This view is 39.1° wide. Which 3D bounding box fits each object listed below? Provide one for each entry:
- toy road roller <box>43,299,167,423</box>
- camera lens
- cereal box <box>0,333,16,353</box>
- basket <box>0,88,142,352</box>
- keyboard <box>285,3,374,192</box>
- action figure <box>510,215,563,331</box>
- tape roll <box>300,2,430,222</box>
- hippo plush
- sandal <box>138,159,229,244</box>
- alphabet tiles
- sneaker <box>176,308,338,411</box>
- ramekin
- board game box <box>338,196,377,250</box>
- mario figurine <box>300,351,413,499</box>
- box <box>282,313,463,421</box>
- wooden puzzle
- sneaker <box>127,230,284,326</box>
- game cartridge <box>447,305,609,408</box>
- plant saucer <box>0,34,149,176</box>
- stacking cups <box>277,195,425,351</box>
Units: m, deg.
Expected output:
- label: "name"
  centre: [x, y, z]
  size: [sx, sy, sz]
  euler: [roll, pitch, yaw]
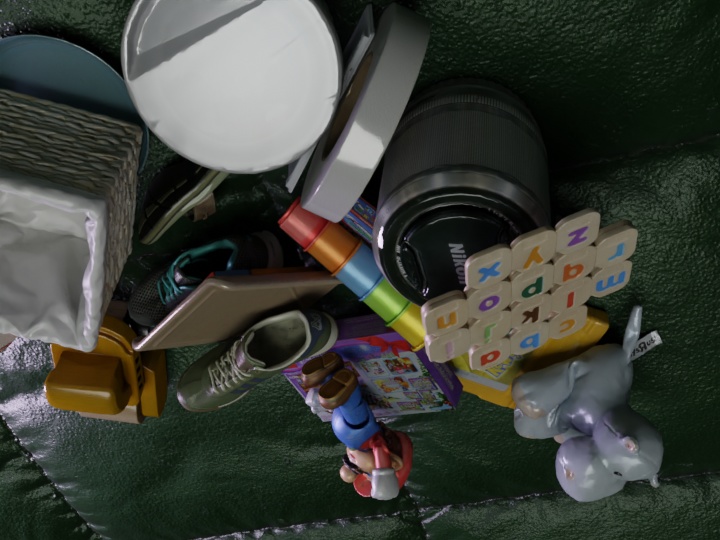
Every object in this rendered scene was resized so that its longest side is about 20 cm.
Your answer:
- label: "toy road roller"
  centre: [-0.312, 0.130, 1.213]
  size: [0.122, 0.146, 0.200]
  euler: [6, 130, 3]
- label: "camera lens"
  centre: [0.097, -0.069, 0.952]
  size: [0.159, 0.200, 0.160]
  euler: [4, 130, 5]
- label: "cereal box"
  centre: [-0.431, 0.059, 1.176]
  size: [0.200, 0.144, 0.040]
  euler: [-40, 88, 32]
- label: "basket"
  centre: [-0.337, -0.055, 1.019]
  size: [0.199, 0.161, 0.199]
  euler: [13, 131, -4]
- label: "keyboard"
  centre: [-0.031, -0.164, 0.986]
  size: [0.011, 0.056, 0.200]
  euler: [21, 130, -14]
- label: "action figure"
  centre: [0.163, 0.021, 1.077]
  size: [0.118, 0.055, 0.200]
  euler: [28, 132, -22]
- label: "tape roll"
  centre: [0.002, -0.140, 0.907]
  size: [0.037, 0.203, 0.203]
  euler: [23, 129, -10]
- label: "hippo plush"
  centre: [0.281, 0.179, 1.138]
  size: [0.200, 0.161, 0.159]
  euler: [-31, 139, 13]
- label: "sandal"
  centre: [-0.167, -0.084, 1.063]
  size: [0.201, 0.080, 0.057]
  euler: [-33, 132, 30]
- label: "alphabet tiles"
  centre: [0.148, 0.020, 0.889]
  size: [0.199, 0.015, 0.196]
  euler: [-22, 147, -6]
- label: "sneaker"
  centre: [-0.125, 0.094, 1.117]
  size: [0.200, 0.067, 0.090]
  euler: [-26, 167, 6]
- label: "ramekin"
  centre: [-0.110, -0.199, 0.929]
  size: [0.202, 0.094, 0.203]
  euler: [2, 122, 4]
- label: "board game box"
  centre: [0.031, -0.025, 1.056]
  size: [0.200, 0.019, 0.103]
  euler: [38, 169, -11]
- label: "mario figurine"
  centre: [-0.012, 0.197, 1.174]
  size: [0.106, 0.124, 0.200]
  euler: [-14, 125, 21]
- label: "box"
  centre: [0.003, 0.116, 1.197]
  size: [0.199, 0.039, 0.137]
  euler: [-11, 129, 35]
- label: "wooden puzzle"
  centre: [-0.130, 0.037, 1.108]
  size: [0.185, 0.037, 0.200]
  euler: [-3, 160, -42]
- label: "sneaker"
  centre: [-0.187, 0.005, 1.118]
  size: [0.200, 0.078, 0.091]
  euler: [-26, 166, 20]
- label: "game cartridge"
  centre: [0.159, 0.082, 1.181]
  size: [0.199, 0.032, 0.177]
  euler: [21, 130, -7]
- label: "plant saucer"
  centre: [-0.314, -0.158, 1.051]
  size: [0.199, 0.027, 0.201]
  euler: [4, 129, 5]
- label: "stacking cups"
  centre: [0.000, 0.000, 1.063]
  size: [0.200, 0.061, 0.061]
  euler: [40, 126, -4]
